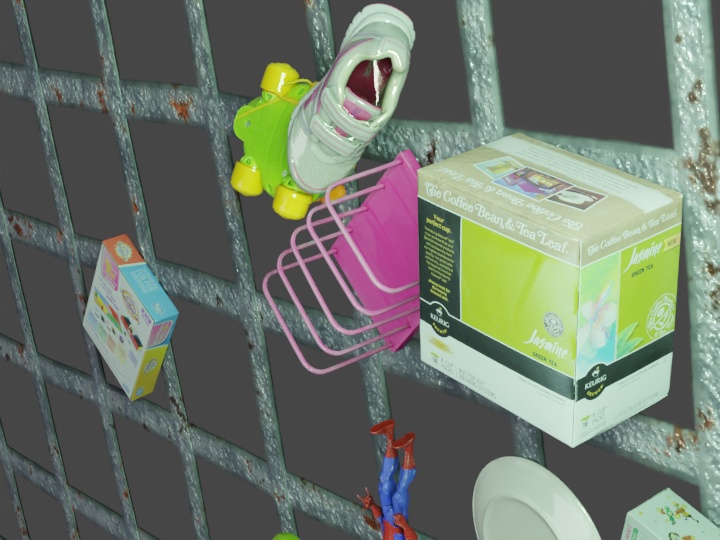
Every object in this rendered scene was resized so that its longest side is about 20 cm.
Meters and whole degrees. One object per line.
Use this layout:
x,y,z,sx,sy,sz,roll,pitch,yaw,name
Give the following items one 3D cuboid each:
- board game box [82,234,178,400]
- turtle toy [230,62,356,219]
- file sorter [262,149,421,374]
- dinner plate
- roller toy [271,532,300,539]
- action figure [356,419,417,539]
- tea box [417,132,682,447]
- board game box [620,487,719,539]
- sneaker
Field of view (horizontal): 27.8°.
-0.334,0.069,2.091,0.153,0.040,0.201,53,144,22,board game box
-0.069,-0.139,1.544,0.199,0.101,0.147,29,104,44,turtle toy
0.000,0.000,1.502,0.140,0.125,0.200,59,145,15,file sorter
0.178,0.289,1.500,0.200,0.024,0.202,32,132,44,dinner plate
-0.088,0.460,1.865,0.200,0.139,0.183,50,143,25,roller toy
0.037,0.273,1.672,0.065,0.051,0.202,23,128,43,action figure
0.161,0.010,1.272,0.199,0.133,0.198,28,130,44,tea box
0.312,0.314,1.286,0.200,0.064,0.149,38,135,36,board game box
-0.014,-0.157,1.403,0.088,0.081,0.201,-91,26,-64,sneaker
